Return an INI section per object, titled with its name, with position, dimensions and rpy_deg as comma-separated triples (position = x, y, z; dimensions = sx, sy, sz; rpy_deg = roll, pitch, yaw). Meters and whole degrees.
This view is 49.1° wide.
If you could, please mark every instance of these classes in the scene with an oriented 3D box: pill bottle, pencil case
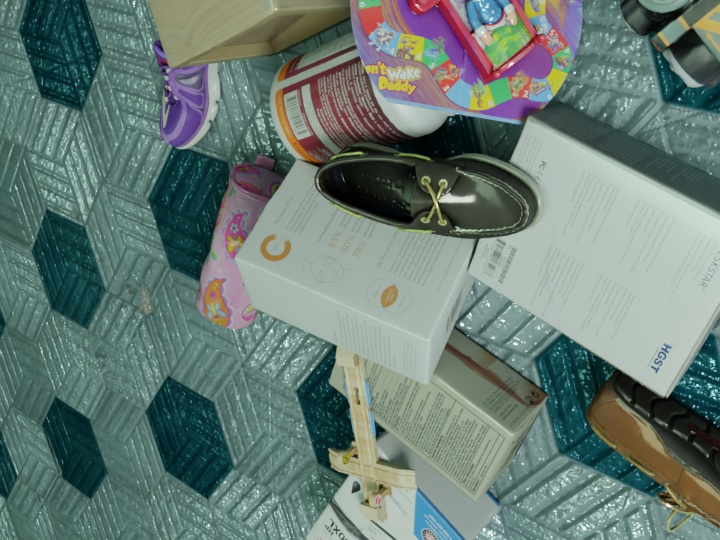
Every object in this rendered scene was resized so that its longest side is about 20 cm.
[pill bottle]
position = 0.017, -0.170, 0.732
dimensions = 0.197, 0.109, 0.112
rpy_deg = -10, 100, 40
[pencil case]
position = -0.135, -0.030, 0.926
dimensions = 0.087, 0.087, 0.202
rpy_deg = 36, 124, 22

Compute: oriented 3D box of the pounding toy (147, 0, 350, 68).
[pounding toy]
position = -0.125, -0.285, 0.753
dimensions = 0.198, 0.183, 0.145
rpy_deg = -11, 100, 40

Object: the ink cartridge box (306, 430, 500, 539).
[ink cartridge box]
position = 0.042, 0.286, 0.896
dimensions = 0.145, 0.084, 0.201
rpy_deg = 44, 128, 18

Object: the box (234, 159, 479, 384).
[box]
position = 0.000, 0.000, 0.753
dimensions = 0.197, 0.126, 0.098
rpy_deg = 23, 153, 15

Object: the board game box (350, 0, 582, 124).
[board game box]
position = 0.091, -0.204, 0.615
dimensions = 0.039, 0.196, 0.162
rpy_deg = -153, 71, -77

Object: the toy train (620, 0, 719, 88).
[toy train]
position = 0.276, -0.214, 0.533
dimensions = 0.114, 0.085, 0.199
rpy_deg = 50, 130, 0

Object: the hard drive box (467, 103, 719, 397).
[hard drive box]
position = 0.209, -0.021, 0.656
dimensions = 0.199, 0.076, 0.158
rpy_deg = 34, 125, 25

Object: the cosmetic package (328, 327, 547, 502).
[cosmetic package]
position = 0.076, 0.121, 0.807
dimensions = 0.199, 0.087, 0.105
rpy_deg = 36, 127, 21

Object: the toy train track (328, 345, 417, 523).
[toy train track]
position = -0.003, 0.172, 0.810
dimensions = 0.113, 0.032, 0.204
rpy_deg = 4, 110, 37

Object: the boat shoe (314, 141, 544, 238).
[boat shoe]
position = 0.053, -0.063, 0.668
dimensions = 0.198, 0.060, 0.073
rpy_deg = 14, 116, 29

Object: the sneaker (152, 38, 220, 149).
[sneaker]
position = -0.209, -0.234, 0.906
dimensions = 0.080, 0.083, 0.203
rpy_deg = 35, 126, 23

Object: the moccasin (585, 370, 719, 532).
[moccasin]
position = 0.281, 0.175, 0.675
dimensions = 0.200, 0.073, 0.079
rpy_deg = 36, 134, 19
